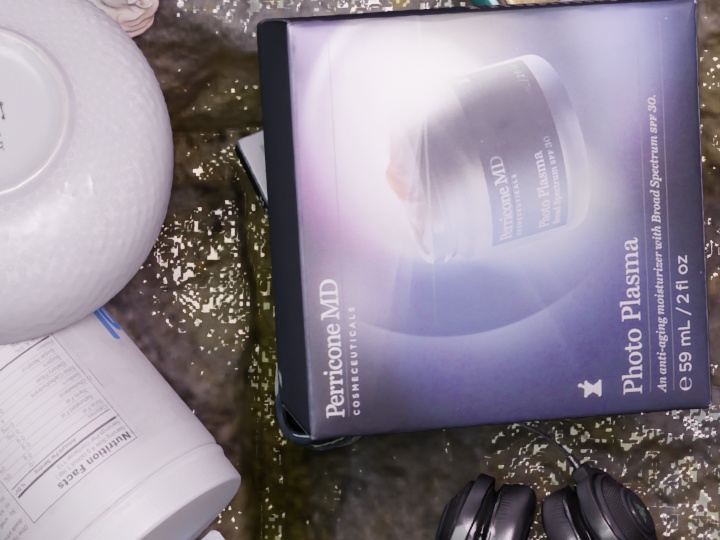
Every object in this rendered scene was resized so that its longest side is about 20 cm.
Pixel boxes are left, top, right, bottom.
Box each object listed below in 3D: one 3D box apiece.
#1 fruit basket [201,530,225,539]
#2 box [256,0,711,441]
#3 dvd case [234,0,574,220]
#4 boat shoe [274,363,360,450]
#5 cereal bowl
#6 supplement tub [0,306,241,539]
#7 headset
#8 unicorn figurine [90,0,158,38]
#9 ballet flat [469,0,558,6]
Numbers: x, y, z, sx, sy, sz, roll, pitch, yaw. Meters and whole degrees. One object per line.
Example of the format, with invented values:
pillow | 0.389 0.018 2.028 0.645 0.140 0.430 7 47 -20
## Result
fruit basket | -0.093 0.273 1.379 0.185 0.094 0.200 -40 76 10
box | 0.058 -0.028 1.246 0.198 0.123 0.200 -5 96 -7
dvd case | 0.056 -0.040 1.348 0.200 0.025 0.150 -25 80 -11
boat shoe | 0.000 0.000 1.381 0.075 0.062 0.200 24 94 14
cereal bowl | -0.194 -0.067 1.320 0.200 0.083 0.200 1 73 -5
supplement tub | -0.174 0.078 1.387 0.132 0.132 0.200 -43 80 9
headset | 0.100 0.135 1.358 0.123 0.094 0.200 -5 102 15
unicorn figurine | -0.197 -0.131 1.438 0.137 0.074 0.200 30 109 4
ballet flat | 0.051 -0.188 1.336 0.200 0.071 0.071 46 98 8
